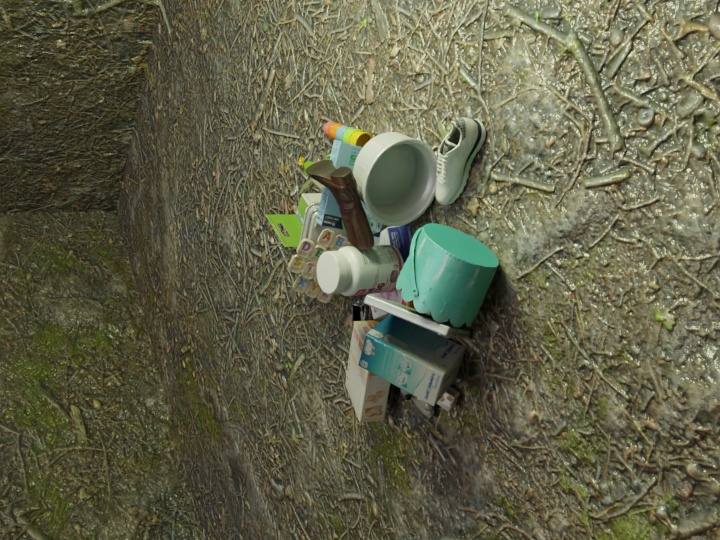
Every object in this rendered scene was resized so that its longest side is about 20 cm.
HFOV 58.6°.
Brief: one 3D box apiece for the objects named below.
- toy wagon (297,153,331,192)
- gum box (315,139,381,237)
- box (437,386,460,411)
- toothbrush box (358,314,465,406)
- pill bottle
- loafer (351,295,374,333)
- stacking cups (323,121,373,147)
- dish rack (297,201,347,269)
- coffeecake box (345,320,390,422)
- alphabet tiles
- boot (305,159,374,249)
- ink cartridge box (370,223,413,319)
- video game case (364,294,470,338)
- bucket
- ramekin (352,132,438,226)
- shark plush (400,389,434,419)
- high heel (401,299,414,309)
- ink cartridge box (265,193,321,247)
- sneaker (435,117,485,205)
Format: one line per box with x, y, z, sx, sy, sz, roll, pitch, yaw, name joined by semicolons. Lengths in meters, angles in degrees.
-0.070;-0.245;1.668;0.157;0.194;0.040;-88;15;-52;toy wagon
-0.008;-0.198;1.580;0.044;0.166;0.206;31;109;60;gum box
0.137;0.252;1.491;0.197;0.041;0.040;31;112;22;box
0.116;0.192;1.431;0.196;0.146;0.088;23;116;20;toothbrush box
0.000;0.000;1.526;0.112;0.196;0.118;7;98;52;pill bottle
0.003;0.105;1.718;0.071;0.061;0.207;-4;90;56;loafer
-0.036;-0.362;1.741;0.199;0.059;0.062;37;123;53;stacking cups
-0.078;-0.075;1.722;0.044;0.166;0.205;-118;37;-57;dish rack
0.022;0.257;1.650;0.154;0.071;0.206;-119;32;-57;coffeecake box
-0.092;-0.007;1.722;0.198;0.196;0.015;-58;27;18;alphabet tiles
-0.046;-0.148;1.492;0.185;0.063;0.204;31;149;53;boot
0.076;0.002;1.622;0.199;0.042;0.203;-31;68;54;ink cartridge box
0.126;0.101;1.384;0.196;0.181;0.023;21;91;25;video game case
0.182;0.004;1.335;0.207;0.203;0.138;45;120;43;bucket
0.076;-0.215;1.469;0.098;0.195;0.206;45;128;51;ramekin
0.111;0.289;1.583;0.198;0.090;0.085;22;141;48;shark plush
0.101;0.133;1.566;0.094;0.067;0.206;16;124;43;high heel
-0.144;-0.141;1.788;0.149;0.195;0.077;55;134;35;ink cartridge box
0.195;-0.235;1.387;0.077;0.079;0.204;46;131;40;sneaker
